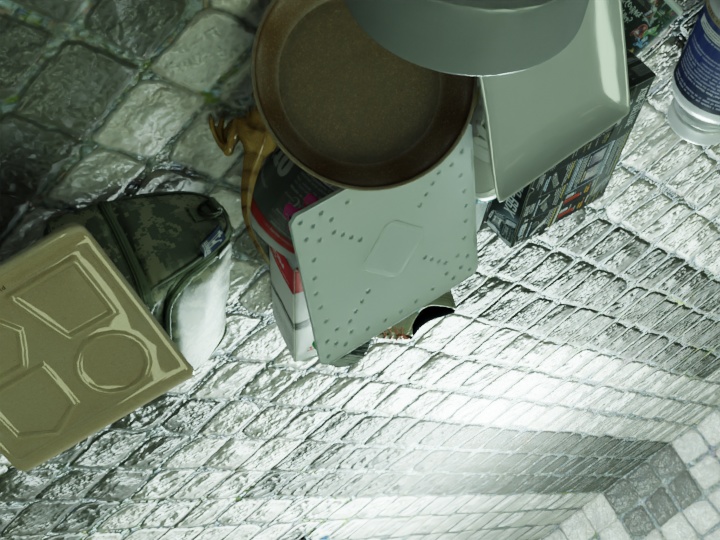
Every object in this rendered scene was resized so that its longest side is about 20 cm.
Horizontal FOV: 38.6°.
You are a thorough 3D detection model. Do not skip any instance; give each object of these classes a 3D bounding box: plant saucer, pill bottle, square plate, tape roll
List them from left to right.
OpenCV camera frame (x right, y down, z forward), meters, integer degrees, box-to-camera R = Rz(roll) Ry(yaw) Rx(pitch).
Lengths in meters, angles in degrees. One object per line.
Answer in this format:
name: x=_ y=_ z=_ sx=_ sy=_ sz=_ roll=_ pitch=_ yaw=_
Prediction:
pill bottle: x=-0.019 y=-0.111 z=1.004 sx=0.113 sy=0.114 sz=0.200 roll=5 pitch=135 yaw=-46
plant saucer: x=0.002 y=-0.167 z=0.890 sx=0.199 sy=0.202 sz=0.037 roll=-23 pitch=-178 yaw=-13
tape roll: x=0.085 y=-0.246 z=0.800 sx=0.199 sy=0.201 sz=0.066 roll=-21 pitch=149 yaw=-17
square plate: x=0.169 y=-0.194 z=0.929 sx=0.199 sy=0.028 sz=0.200 roll=-34 pitch=126 yaw=-28
pill bottle: x=0.437 y=-0.246 z=1.225 sx=0.110 sy=0.112 sz=0.201 roll=-20 pitch=149 yaw=-19

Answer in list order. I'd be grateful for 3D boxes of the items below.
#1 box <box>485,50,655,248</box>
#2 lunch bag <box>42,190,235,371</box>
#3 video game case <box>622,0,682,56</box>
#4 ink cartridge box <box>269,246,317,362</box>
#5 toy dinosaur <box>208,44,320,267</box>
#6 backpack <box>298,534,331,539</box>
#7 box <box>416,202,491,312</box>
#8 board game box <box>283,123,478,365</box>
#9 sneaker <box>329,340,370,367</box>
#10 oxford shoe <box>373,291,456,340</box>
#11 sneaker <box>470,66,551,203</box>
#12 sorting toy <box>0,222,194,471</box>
box: x=0.231 y=-0.132 z=1.148 sx=0.157 sy=0.050 sz=0.201 roll=-28 pitch=151 yaw=-25
lunch bag: x=-0.208 y=0.021 z=1.010 sx=0.167 sy=0.140 sz=0.201 roll=-21 pitch=149 yaw=-23
video game case: x=0.224 y=-0.254 z=1.080 sx=0.182 sy=0.023 sz=0.199 roll=-44 pitch=141 yaw=22
ink cartridge box: x=-0.029 y=0.004 z=1.205 sx=0.146 sy=0.083 sz=0.201 roll=-21 pitch=149 yaw=-17
toy dinosaur: x=-0.094 y=-0.116 z=0.925 sx=0.060 sy=0.106 sz=0.202 roll=18 pitch=91 yaw=-32
backpack: x=-0.089 y=0.618 z=2.013 sx=0.149 sy=0.179 sz=0.201 roll=-19 pitch=154 yaw=-10
box: x=0.095 y=-0.047 z=1.165 sx=0.200 sy=0.049 sz=0.083 roll=-50 pitch=161 yaw=-45
board game box: x=0.025 y=-0.027 z=0.982 sx=0.199 sy=0.026 sz=0.201 roll=-30 pitch=139 yaw=-19
sneaker: x=0.000 y=0.000 z=1.081 sx=0.070 sy=0.082 sz=0.201 roll=18 pitch=115 yaw=-21
oxford shoe: x=0.034 y=0.064 z=1.365 sx=0.199 sy=0.075 sz=0.071 roll=-26 pitch=152 yaw=-8
sneaker: x=0.139 y=-0.163 z=1.001 sx=0.081 sy=0.076 sz=0.202 roll=-24 pitch=135 yaw=-72
sorting toy: x=-0.267 y=0.068 z=0.881 sx=0.184 sy=0.037 sz=0.201 roll=-29 pitch=127 yaw=2
